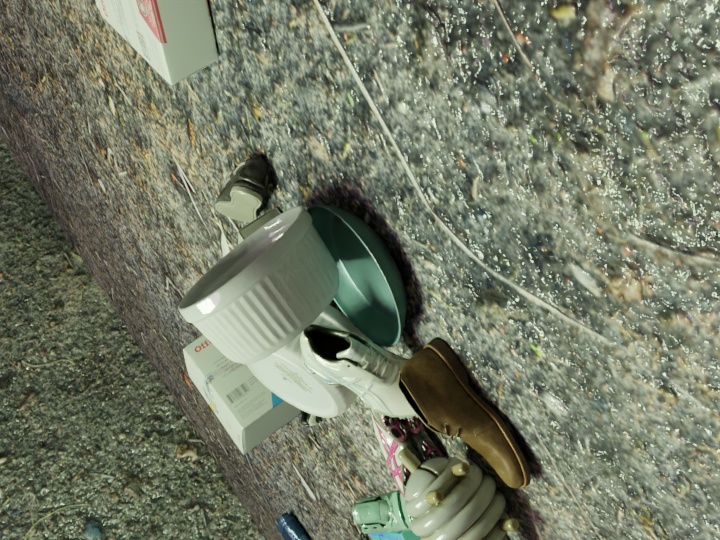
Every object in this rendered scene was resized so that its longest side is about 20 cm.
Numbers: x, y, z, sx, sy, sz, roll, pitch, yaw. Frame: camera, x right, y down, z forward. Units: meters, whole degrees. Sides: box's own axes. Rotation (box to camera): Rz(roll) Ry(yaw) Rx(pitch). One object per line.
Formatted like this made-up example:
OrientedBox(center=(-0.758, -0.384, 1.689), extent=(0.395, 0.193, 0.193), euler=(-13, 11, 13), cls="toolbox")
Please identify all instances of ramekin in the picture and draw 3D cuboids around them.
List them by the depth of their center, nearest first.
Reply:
OrientedBox(center=(-0.117, 0.023, 1.152), extent=(0.106, 0.200, 0.199), euler=(51, 160, -13), cls="ramekin")
OrientedBox(center=(-0.076, 0.124, 1.328), extent=(0.199, 0.095, 0.204), euler=(27, 153, 14), cls="ramekin")

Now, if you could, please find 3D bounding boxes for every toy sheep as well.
OrientedBox(center=(0.121, 0.303, 1.186), extent=(0.201, 0.137, 0.138), euler=(52, 158, 5), cls="toy sheep")

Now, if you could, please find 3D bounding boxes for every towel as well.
OrientedBox(center=(-0.148, 0.734, 2.470), extent=(0.201, 0.048, 0.112), euler=(52, 158, 17), cls="towel")

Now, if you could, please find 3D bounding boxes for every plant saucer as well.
OrientedBox(center=(0.000, 0.000, 1.167), extent=(0.200, 0.036, 0.202), euler=(47, 156, 28), cls="plant saucer")

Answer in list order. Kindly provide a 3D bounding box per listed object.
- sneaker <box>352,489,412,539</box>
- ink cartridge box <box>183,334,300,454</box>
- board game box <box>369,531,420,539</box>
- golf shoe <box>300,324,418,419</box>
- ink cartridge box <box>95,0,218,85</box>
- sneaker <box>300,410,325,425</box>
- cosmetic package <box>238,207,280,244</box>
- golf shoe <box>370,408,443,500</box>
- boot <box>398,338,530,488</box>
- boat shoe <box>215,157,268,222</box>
OrientedBox(center=(0.051, 0.371, 1.426), extent=(0.201, 0.115, 0.075), euler=(116, 147, -66), cls="sneaker")
OrientedBox(center=(-0.223, 0.211, 1.792), extent=(0.201, 0.146, 0.145), euler=(50, 158, 20), cls="ink cartridge box")
OrientedBox(center=(0.092, 0.507, 1.638), extent=(0.154, 0.045, 0.200), euler=(59, 159, 0), cls="board game box")
OrientedBox(center=(0.009, 0.123, 1.169), extent=(0.196, 0.080, 0.098), euler=(18, 160, 16), cls="golf shoe")
OrientedBox(center=(-0.280, -0.363, 1.225), extent=(0.200, 0.084, 0.147), euler=(43, 154, 30), cls="ink cartridge box")
OrientedBox(center=(-0.110, 0.163, 1.541), extent=(0.202, 0.087, 0.075), euler=(55, 151, -2), cls="sneaker")
OrientedBox(center=(-0.131, 0.007, 1.413), extent=(0.104, 0.072, 0.201), euler=(51, 157, 16), cls="cosmetic package")
OrientedBox(center=(0.067, 0.249, 1.318), extent=(0.092, 0.071, 0.204), euler=(8, 117, 71), cls="golf shoe")
OrientedBox(center=(0.119, 0.182, 1.100), extent=(0.201, 0.075, 0.074), euler=(51, 156, 14), cls="boot")
OrientedBox(center=(-0.168, -0.116, 1.372), extent=(0.066, 0.058, 0.200), euler=(24, 167, -13), cls="boat shoe")
